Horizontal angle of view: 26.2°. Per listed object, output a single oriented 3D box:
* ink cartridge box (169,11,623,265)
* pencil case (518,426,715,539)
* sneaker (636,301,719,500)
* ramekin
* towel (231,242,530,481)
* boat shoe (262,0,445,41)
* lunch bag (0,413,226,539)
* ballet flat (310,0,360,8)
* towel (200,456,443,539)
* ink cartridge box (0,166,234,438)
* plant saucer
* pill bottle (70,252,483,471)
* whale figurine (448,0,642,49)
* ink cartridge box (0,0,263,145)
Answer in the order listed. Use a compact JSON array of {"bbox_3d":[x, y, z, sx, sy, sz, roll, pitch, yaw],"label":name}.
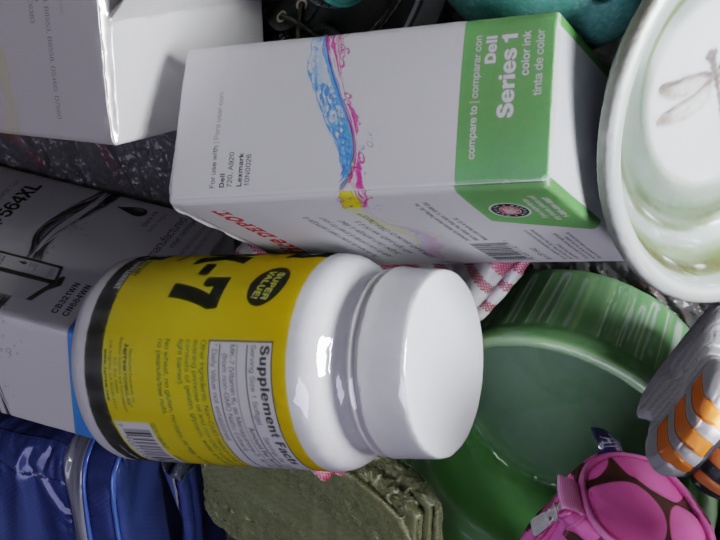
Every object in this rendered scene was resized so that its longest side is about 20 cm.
[{"bbox_3d":[0.026,-0.058,0.771,0.198,0.145,0.085,-1,77,26],"label":"ink cartridge box"},{"bbox_3d":[0.112,0.186,0.867,0.093,0.091,0.201,6,131,-24],"label":"pencil case"},{"bbox_3d":[0.199,0.082,0.754,0.112,0.200,0.078,36,112,2],"label":"sneaker"},{"bbox_3d":[0.120,0.097,0.922,0.198,0.098,0.201,12,125,17],"label":"ramekin"},{"bbox_3d":[0.000,0.000,0.875,0.200,0.030,0.147,-50,64,18],"label":"towel"},{"bbox_3d":[-0.028,-0.122,0.855,0.200,0.056,0.069,-40,70,39],"label":"boat shoe"},{"bbox_3d":[-0.165,0.148,1.054,0.131,0.136,0.201,11,126,20],"label":"lunch bag"},{"bbox_3d":[0.027,-0.224,0.763,0.072,0.072,0.200,40,106,-6],"label":"ballet flat"},{"bbox_3d":[-0.026,0.145,0.955,0.199,0.036,0.149,27,135,30],"label":"towel"},{"bbox_3d":[-0.197,0.017,0.977,0.198,0.146,0.085,14,127,14],"label":"ink cartridge box"},{"bbox_3d":[0.178,-0.085,0.746,0.050,0.199,0.201,32,140,49],"label":"plant saucer"},{"bbox_3d":[-0.043,0.048,0.817,0.199,0.114,0.115,-1,121,28],"label":"pill bottle"},{"bbox_3d":[0.120,-0.185,0.717,0.159,0.104,0.200,27,119,-38],"label":"whale figurine"},{"bbox_3d":[-0.147,-0.143,0.820,0.199,0.128,0.126,10,110,34],"label":"ink cartridge box"}]
